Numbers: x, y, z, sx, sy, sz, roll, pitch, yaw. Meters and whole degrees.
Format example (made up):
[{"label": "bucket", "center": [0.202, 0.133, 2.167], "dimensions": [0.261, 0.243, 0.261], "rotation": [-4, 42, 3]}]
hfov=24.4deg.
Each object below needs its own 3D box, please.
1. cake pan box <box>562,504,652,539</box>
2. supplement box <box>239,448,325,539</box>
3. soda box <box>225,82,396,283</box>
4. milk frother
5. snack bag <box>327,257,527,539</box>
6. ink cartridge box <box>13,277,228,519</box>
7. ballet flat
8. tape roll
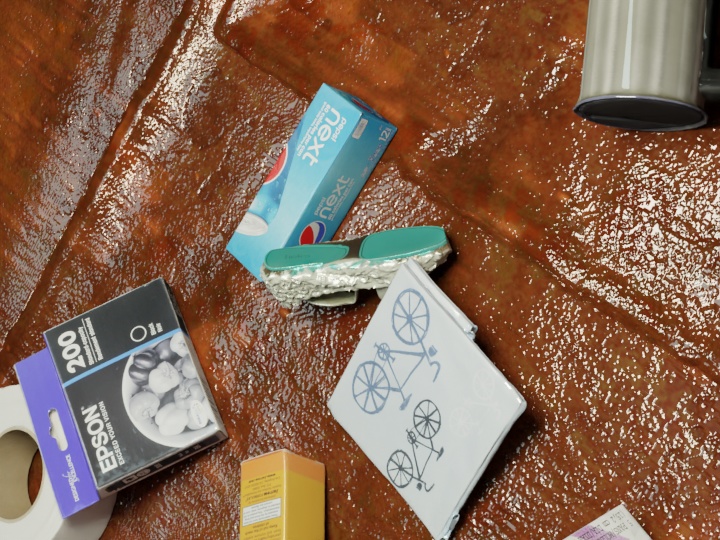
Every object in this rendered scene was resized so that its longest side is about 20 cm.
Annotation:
[{"label": "cake pan box", "center": [0.195, 0.309, 1.353], "dimensions": [0.199, 0.053, 0.185], "rotation": [-27, 56, -17]}, {"label": "supplement box", "center": [-0.076, 0.280, 1.607], "dimensions": [0.068, 0.066, 0.202], "rotation": [-21, 58, 34]}, {"label": "soda box", "center": [-0.051, -0.082, 1.690], "dimensions": [0.068, 0.064, 0.201], "rotation": [41, 105, 36]}, {"label": "milk frother", "center": [0.254, -0.233, 1.399], "dimensions": [0.179, 0.199, 0.190], "rotation": [0, 80, 34]}, {"label": "snack bag", "center": [0.062, 0.121, 1.556], "dimensions": [0.200, 0.021, 0.189], "rotation": [48, 125, 33]}, {"label": "ink cartridge box", "center": [-0.264, 0.133, 1.772], "dimensions": [0.199, 0.043, 0.199], "rotation": [-27, 63, 3]}, {"label": "ballet flat", "center": [0.000, 0.000, 1.629], "dimensions": [0.198, 0.072, 0.072], "rotation": [-6, 76, 19]}, {"label": "tape roll", "center": [-0.363, 0.229, 1.860], "dimensions": [0.201, 0.071, 0.205], "rotation": [-9, 75, 37]}]
